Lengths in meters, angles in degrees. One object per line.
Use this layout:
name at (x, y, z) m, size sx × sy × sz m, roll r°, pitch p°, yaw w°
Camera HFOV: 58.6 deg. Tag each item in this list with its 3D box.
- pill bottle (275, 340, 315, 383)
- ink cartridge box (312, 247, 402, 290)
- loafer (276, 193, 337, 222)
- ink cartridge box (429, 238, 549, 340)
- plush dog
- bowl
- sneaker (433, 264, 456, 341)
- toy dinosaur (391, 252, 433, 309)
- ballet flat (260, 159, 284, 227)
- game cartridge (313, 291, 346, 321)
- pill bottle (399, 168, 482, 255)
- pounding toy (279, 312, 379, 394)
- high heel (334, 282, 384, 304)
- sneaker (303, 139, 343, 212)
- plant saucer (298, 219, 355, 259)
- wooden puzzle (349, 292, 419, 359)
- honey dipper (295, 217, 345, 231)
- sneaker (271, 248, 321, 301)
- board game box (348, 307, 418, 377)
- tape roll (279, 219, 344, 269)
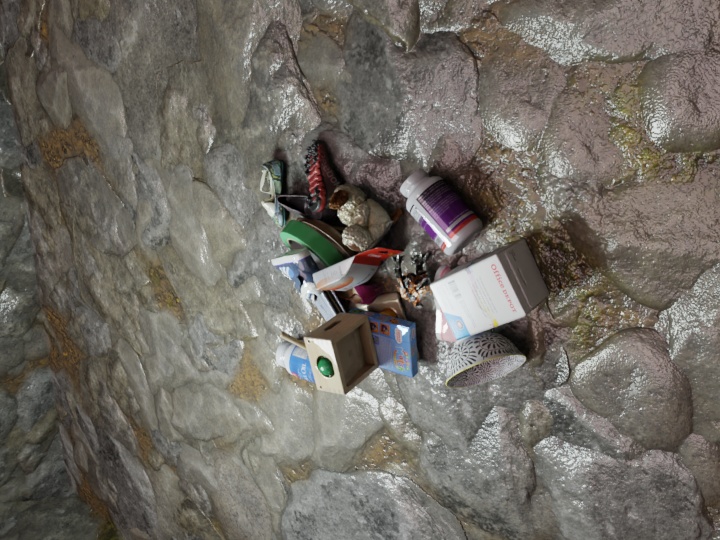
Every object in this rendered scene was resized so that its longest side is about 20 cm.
pill bottle at (-0.160, 0.276, 1.956) m, size 0.198 × 0.112 × 0.114 m, roll 11°, pitch 114°, yaw 37°
ink cartridge box at (0.000, 0.000, 1.648) m, size 0.198 × 0.162 × 0.051 m, roll -20°, pitch 79°, yaw 25°
loafer at (-0.152, -0.178, 1.795) m, size 0.198 × 0.063 × 0.073 m, roll 15°, pitch 94°, yaw 36°
ink cartridge box at (0.295, 0.043, 1.463) m, size 0.199 × 0.144 × 0.149 m, roll -26°, pitch 90°, yaw 42°
plush dog at (-0.002, -0.150, 1.642) m, size 0.160 × 0.200 × 0.172 m, roll -45°, pitch 86°, yaw 7°
bowl at (0.285, 0.199, 1.531) m, size 0.200 × 0.199 × 0.095 m, roll -40°, pitch 56°, yaw 41°
sneaker at (0.239, 0.086, 1.578) m, size 0.104 × 0.075 × 0.203 m, roll 10°, pitch 116°, yaw 34°
toy dinosaur at (0.124, 0.030, 1.612) m, size 0.199 × 0.101 × 0.138 m, roll -13°, pitch 83°, yaw 52°
ballet flat at (-0.260, -0.221, 1.871) m, size 0.074 × 0.074 × 0.203 m, roll 12°, pitch 111°, yaw 36°
game cartridge at (-0.103, 0.081, 1.841) m, size 0.201 × 0.040 × 0.133 m, roll 60°, pitch 157°, yaw -7°
pill bottle at (0.185, -0.141, 1.506) m, size 0.201 × 0.112 × 0.113 m, roll 50°, pitch 131°, yaw 13°
pounding toy at (-0.079, 0.211, 1.696) m, size 0.141 × 0.199 × 0.186 m, roll 1°, pitch 112°, yaw 40°
high heel at (-0.036, 0.059, 1.778) m, size 0.198 × 0.096 × 0.068 m, roll -4°, pitch 105°, yaw 40°
sneaker at (-0.097, -0.252, 1.728) m, size 0.071 × 0.097 × 0.203 m, roll -24°, pitch 68°, yaw 54°
plant saucer at (-0.084, -0.079, 1.749) m, size 0.199 × 0.037 × 0.201 m, roll 35°, pitch 165°, yaw 11°
wooden puzzle at (0.057, 0.171, 1.779) m, size 0.184 × 0.046 × 0.203 m, roll -11°, pitch 99°, yaw 42°
honey dipper at (-0.099, -0.120, 1.804) m, size 0.198 × 0.038 × 0.039 m, roll 11°, pitch 114°, yaw 33°
sneaker at (-0.167, 0.020, 1.744) m, size 0.199 × 0.080 × 0.148 m, roll -5°, pitch 109°, yaw 62°
board game box at (0.061, 0.193, 1.734) m, size 0.198 × 0.036 × 0.153 m, roll 13°, pitch 119°, yaw 36°
tape roll at (-0.131, -0.056, 1.768) m, size 0.199 × 0.048 × 0.201 m, roll 35°, pitch 165°, yaw 11°
